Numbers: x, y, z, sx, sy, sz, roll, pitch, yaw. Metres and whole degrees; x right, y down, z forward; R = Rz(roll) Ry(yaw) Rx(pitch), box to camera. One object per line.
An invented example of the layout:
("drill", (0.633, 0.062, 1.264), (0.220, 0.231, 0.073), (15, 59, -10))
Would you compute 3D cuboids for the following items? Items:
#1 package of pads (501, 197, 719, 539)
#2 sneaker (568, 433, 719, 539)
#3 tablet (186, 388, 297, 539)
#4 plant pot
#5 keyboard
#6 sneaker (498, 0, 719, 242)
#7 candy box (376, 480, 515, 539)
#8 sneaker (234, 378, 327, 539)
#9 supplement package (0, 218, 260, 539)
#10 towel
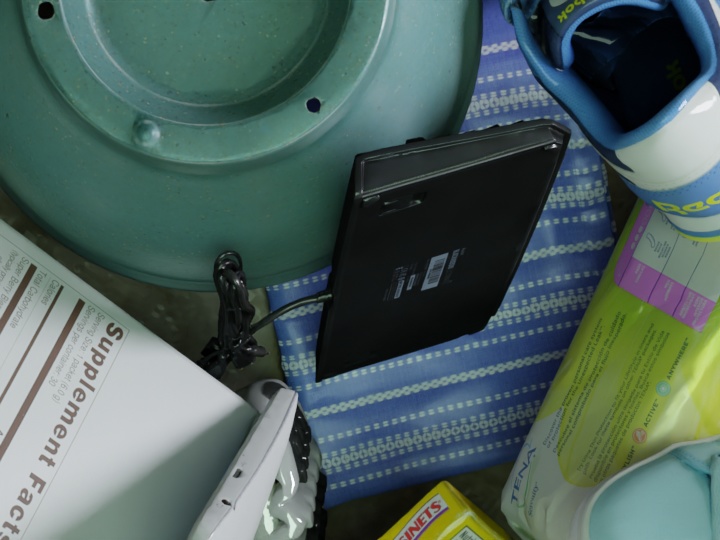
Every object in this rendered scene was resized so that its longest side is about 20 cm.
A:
("package of pads", (0.154, 0.032, 0.862), (0.154, 0.068, 0.200), (15, 103, -42))
("sneaker", (0.171, 0.075, 0.758), (0.199, 0.082, 0.074), (-5, 64, -1))
("tablet", (-0.068, 0.148, 0.792), (0.014, 0.130, 0.200), (22, 111, 4))
("plant pot", (-0.051, -0.092, 0.770), (0.200, 0.134, 0.201), (0, 90, -3))
("keyboard", (0.000, 0.000, 0.787), (0.127, 0.200, 0.021), (-17, 72, -11))
("sneaker", (0.085, -0.105, 0.794), (0.074, 0.200, 0.082), (-40, 151, 19))
("candy box", (0.051, 0.165, 0.888), (0.102, 0.026, 0.200), (-44, 133, 2))
("sneaker", (-0.054, 0.138, 0.886), (0.081, 0.075, 0.201), (5, 109, 4))
("supplement package", (-0.161, 0.055, 0.792), (0.200, 0.121, 0.120), (38, 52, -18))
("towel", (0.032, -0.012, 0.886), (0.144, 0.024, 0.200), (-13, 106, -4))
